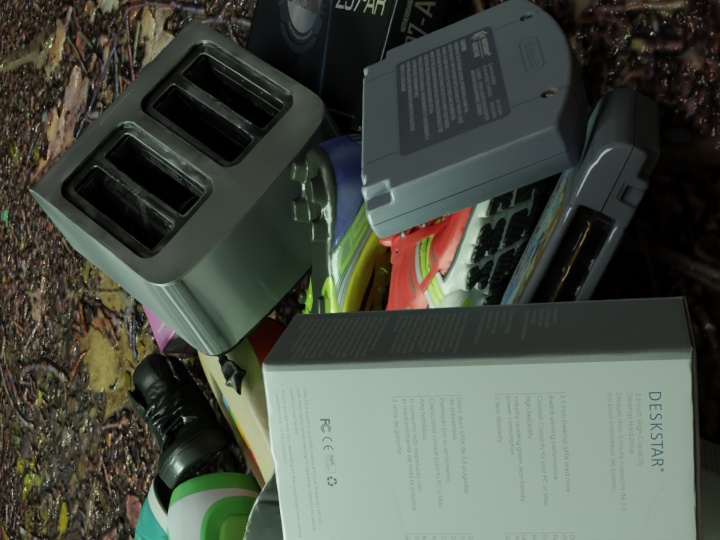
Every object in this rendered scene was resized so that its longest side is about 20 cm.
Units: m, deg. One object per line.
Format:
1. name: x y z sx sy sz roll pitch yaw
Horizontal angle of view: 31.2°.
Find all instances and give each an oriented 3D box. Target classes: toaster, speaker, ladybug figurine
1. toaster: -0.109 -0.054 0.917 0.199 0.119 0.181 35 77 29
2. speaker: -0.098 0.257 0.952 0.088 0.088 0.202 -43 45 42
3. ladybug figurine: -0.061 0.105 0.967 0.201 0.071 0.136 58 167 30

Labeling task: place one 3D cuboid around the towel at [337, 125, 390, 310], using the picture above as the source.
1. towel: 0.022 -0.066 0.935 0.147 0.022 0.202 -41 55 42

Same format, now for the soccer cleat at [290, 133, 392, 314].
1. soccer cleat: 0.000 0.000 0.878 0.065 0.083 0.202 -129 30 -49

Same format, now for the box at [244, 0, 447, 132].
1. box: -0.012 -0.191 0.946 0.200 0.043 0.162 27 105 55

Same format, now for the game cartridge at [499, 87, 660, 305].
1. game cartridge: 0.112 -0.002 0.735 0.133 0.041 0.201 -71 4 -65

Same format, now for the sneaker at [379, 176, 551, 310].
1. sneaker: 0.053 -0.016 0.816 0.085 0.077 0.201 37 119 27

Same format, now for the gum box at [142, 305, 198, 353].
1. gum box: -0.119 -0.037 1.077 0.200 0.066 0.114 -54 50 35

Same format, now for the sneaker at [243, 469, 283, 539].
1. sneaker: -0.041 0.207 0.878 0.086 0.079 0.202 -83 2 -74

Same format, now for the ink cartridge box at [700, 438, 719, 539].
1. ink cartridge box: 0.098 0.161 0.704 0.043 0.198 0.198 -63 -7 -69

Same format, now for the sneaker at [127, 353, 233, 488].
1. sneaker: -0.156 0.116 1.056 0.105 0.060 0.200 52 177 4

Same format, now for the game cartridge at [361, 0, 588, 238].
1. game cartridge: 0.065 -0.097 0.759 0.132 0.041 0.201 -24 28 15

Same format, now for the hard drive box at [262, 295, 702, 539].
1. hard drive box: 0.063 0.102 0.629 0.198 0.077 0.158 -2 107 12

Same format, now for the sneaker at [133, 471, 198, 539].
1. sneaker: -0.139 0.278 1.072 0.200 0.083 0.121 55 130 37
